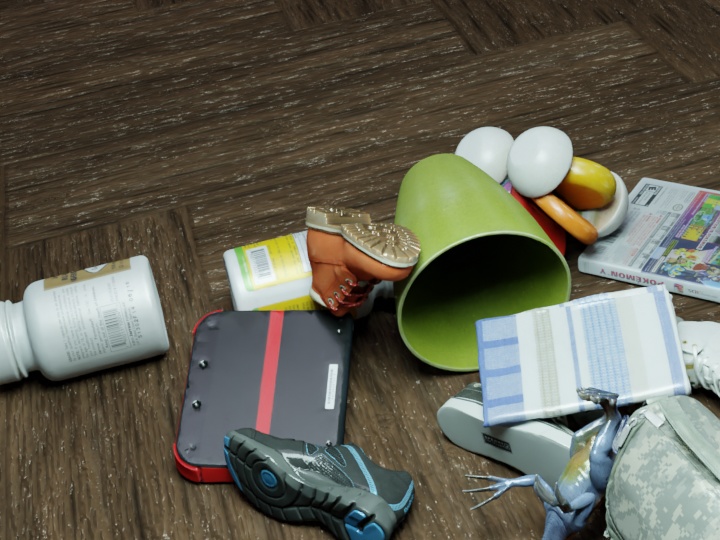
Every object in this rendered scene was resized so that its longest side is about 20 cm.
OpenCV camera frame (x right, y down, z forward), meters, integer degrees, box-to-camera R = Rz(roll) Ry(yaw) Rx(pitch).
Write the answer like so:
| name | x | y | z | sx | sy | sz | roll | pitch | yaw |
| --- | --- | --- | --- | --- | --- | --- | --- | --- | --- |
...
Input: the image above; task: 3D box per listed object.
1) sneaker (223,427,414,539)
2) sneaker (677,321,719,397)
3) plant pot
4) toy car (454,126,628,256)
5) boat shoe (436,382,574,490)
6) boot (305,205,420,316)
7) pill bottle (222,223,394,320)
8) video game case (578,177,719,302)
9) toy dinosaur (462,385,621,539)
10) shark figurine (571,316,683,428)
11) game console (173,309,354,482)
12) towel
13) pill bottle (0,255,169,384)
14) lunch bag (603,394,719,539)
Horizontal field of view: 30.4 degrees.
| name | x | y | z | sx | sy | sz | roll | pitch | yaw |
| --- | --- | --- | --- | --- | --- | --- | --- | --- | --- |
| sneaker | -0.042 | 0.198 | 1.267 | 0.198 | 0.074 | 0.082 | 23 | 40 | 24 |
| sneaker | 0.351 | 0.110 | 1.298 | 0.114 | 0.075 | 0.200 | -2 | 24 | 14 |
| plant pot | 0.108 | -0.029 | 1.428 | 0.185 | 0.189 | 0.201 | -12 | 42 | -5 |
| toy car | 0.200 | -0.072 | 1.540 | 0.199 | 0.174 | 0.152 | 8 | 74 | 50 |
| boat shoe | 0.165 | 0.153 | 1.271 | 0.199 | 0.071 | 0.064 | 21 | 47 | 40 |
| boot | 0.000 | 0.000 | 1.363 | 0.074 | 0.109 | 0.200 | 3 | 9 | -25 |
| pill bottle | -0.049 | 0.009 | 1.506 | 0.197 | 0.112 | 0.111 | -14 | 33 | -7 |
| video game case | 0.377 | -0.039 | 1.556 | 0.180 | 0.023 | 0.200 | 13 | 39 | 31 |
| toy dinosaur | 0.194 | 0.197 | 1.143 | 0.197 | 0.184 | 0.105 | 8 | 1 | -6 |
| shark figurine | 0.235 | 0.086 | 1.342 | 0.127 | 0.090 | 0.215 | 7 | 37 | 28 |
| game console | -0.099 | 0.126 | 1.373 | 0.174 | 0.031 | 0.202 | 0 | 53 | 6 |
| towel | 0.211 | 0.082 | 1.272 | 0.197 | 0.024 | 0.148 | -11 | 40 | 10 |
| pill bottle | -0.323 | 0.061 | 1.494 | 0.197 | 0.116 | 0.115 | -14 | 33 | -7 |
| lunch bag | 0.286 | 0.214 | 1.062 | 0.138 | 0.170 | 0.200 | -17 | 33 | -12 |
